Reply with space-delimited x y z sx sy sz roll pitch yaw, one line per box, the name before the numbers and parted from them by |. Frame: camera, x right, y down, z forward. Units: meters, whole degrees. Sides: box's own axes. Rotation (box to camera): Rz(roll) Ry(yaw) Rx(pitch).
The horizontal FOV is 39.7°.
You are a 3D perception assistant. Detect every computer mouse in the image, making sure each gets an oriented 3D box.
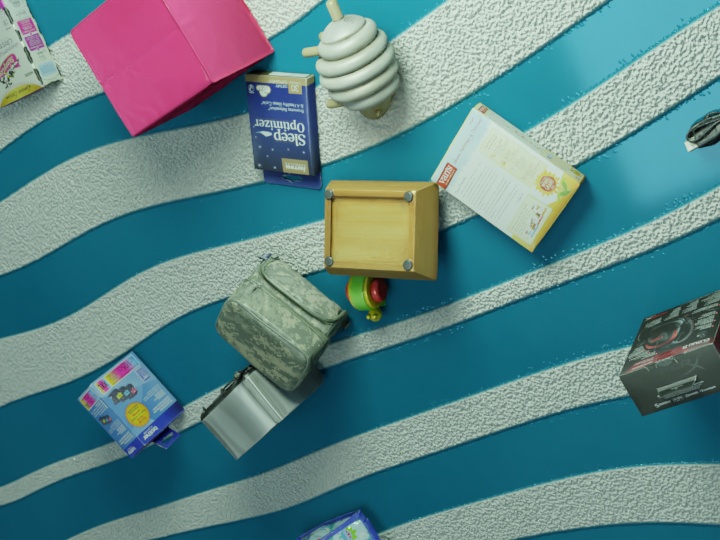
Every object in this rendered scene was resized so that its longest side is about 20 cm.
computer mouse | 0.543 -0.136 1.350 0.138 0.053 0.201 -31 97 35

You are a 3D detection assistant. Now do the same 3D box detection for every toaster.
toaster | -0.187 0.236 1.852 0.119 0.200 0.181 48 126 4

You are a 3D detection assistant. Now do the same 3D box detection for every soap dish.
soap dish | 0.029 -0.067 1.622 0.198 0.081 0.159 3 94 27

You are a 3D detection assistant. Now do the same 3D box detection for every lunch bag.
lunch bag | -0.030 0.591 2.001 0.199 0.127 0.171 -33 94 23
lunch bag | -0.135 0.080 1.763 0.199 0.168 0.140 37 138 6

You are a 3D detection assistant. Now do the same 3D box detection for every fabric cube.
fabric cube | -0.301 -0.368 1.604 0.198 0.196 0.201 -25 101 36

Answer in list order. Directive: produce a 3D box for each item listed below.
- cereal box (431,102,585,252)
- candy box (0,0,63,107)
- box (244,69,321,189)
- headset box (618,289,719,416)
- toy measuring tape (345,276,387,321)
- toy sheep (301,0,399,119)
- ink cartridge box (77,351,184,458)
cereal box | 0.223 -0.142 1.529 0.199 0.040 0.144 37 126 8
candy box | -0.659 -0.421 1.858 0.135 0.061 0.201 -15 107 33
box | -0.128 -0.233 1.682 0.120 0.032 0.202 9 119 25
headset box | 0.466 0.120 1.431 0.148 0.200 0.075 -27 100 35
toy measuring tape | 0.000 0.000 1.707 0.073 0.074 0.202 -3 113 30
toy sheep | -0.010 -0.317 1.514 0.137 0.138 0.201 -8 129 31
ink cartridge box | -0.463 0.289 2.067 0.200 0.136 0.076 48 132 -2
